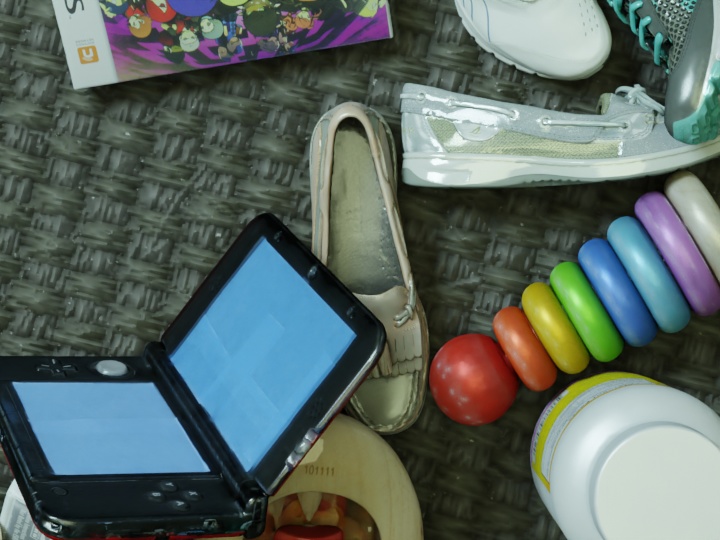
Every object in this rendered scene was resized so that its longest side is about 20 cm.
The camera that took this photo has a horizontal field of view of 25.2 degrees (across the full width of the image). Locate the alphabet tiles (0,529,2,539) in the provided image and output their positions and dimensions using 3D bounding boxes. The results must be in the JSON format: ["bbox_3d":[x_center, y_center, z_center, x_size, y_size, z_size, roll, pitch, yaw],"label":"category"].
[{"bbox_3d":[-0.219,0.231,0.901,0.014,0.199,0.198,-3,90,-29],"label":"alphabet tiles"}]

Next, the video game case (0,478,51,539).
[{"bbox_3d":[-0.133,0.216,0.914,0.181,0.023,0.201,27,133,1],"label":"video game case"}]

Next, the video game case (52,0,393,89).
[{"bbox_3d":[-0.090,-0.207,0.929,0.198,0.036,0.183,-9,121,1],"label":"video game case"}]

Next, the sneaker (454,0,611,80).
[{"bbox_3d":[0.074,-0.192,0.942,0.074,0.087,0.200,-42,90,-1],"label":"sneaker"}]

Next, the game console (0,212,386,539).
[{"bbox_3d":[-0.106,0.048,0.876,0.171,0.200,0.120,2,110,-25],"label":"game console"}]

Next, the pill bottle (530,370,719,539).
[{"bbox_3d":[0.152,0.112,0.883,0.103,0.200,0.105,0,90,1],"label":"pill bottle"}]

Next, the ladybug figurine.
[{"bbox_3d":[-0.034,0.168,0.933,0.134,0.072,0.202,6,110,-11],"label":"ladybug figurine"}]

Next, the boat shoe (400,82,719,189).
[{"bbox_3d":[0.123,-0.084,0.949,0.200,0.074,0.065,-3,94,8],"label":"boat shoe"}]

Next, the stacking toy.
[{"bbox_3d":[0.129,0.025,0.952,0.199,0.085,0.086,-31,89,8],"label":"stacking toy"}]

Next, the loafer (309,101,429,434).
[{"bbox_3d":[0.000,0.000,0.955,0.071,0.063,0.202,-7,90,2],"label":"loafer"}]

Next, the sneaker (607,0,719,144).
[{"bbox_3d":[0.176,-0.158,0.930,0.090,0.078,0.201,2,58,12],"label":"sneaker"}]
